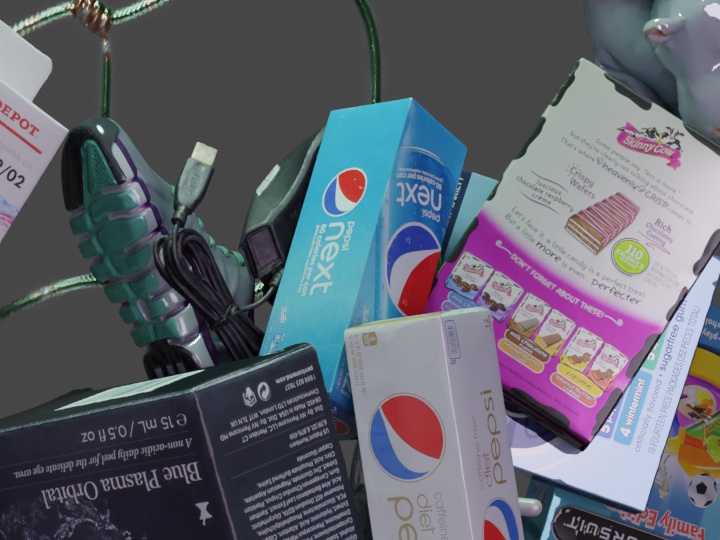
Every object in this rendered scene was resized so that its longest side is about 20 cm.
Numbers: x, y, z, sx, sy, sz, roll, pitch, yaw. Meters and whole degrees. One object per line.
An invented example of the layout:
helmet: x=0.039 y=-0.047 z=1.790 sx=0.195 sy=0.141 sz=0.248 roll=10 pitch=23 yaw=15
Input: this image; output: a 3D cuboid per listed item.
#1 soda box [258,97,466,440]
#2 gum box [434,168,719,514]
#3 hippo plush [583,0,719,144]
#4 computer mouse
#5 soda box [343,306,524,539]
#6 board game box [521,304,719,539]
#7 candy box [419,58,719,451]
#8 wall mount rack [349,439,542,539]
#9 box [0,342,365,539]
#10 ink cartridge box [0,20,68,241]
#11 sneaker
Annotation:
soda box: x=0.000 y=0.000 z=1.510 sx=0.064 sy=0.068 sz=0.201 roll=38 pitch=58 yaw=-41
gum box: x=0.109 y=0.042 z=1.592 sx=0.199 sy=0.045 sz=0.171 roll=19 pitch=82 yaw=0
hippo plush: x=0.229 y=-0.156 z=1.611 sx=0.159 sy=0.161 sz=0.201 roll=-26 pitch=97 yaw=-19
computer mouse: x=-0.062 y=-0.036 z=1.530 sx=0.141 sy=0.046 sz=0.200 roll=52 pitch=49 yaw=-31
soda box: x=0.046 y=0.125 z=1.431 sx=0.064 sy=0.068 sz=0.201 roll=-5 pitch=87 yaw=-59
board game box: x=0.197 y=0.118 z=1.652 sx=0.150 sy=0.047 sz=0.201 roll=20 pitch=81 yaw=-18
candy box: x=0.137 y=-0.009 z=1.546 sx=0.136 sy=0.061 sz=0.200 roll=34 pitch=83 yaw=6
wall mount rack: x=0.036 y=0.193 z=1.522 sx=0.074 sy=0.174 sz=0.201 roll=8 pitch=85 yaw=-20
box: x=-0.107 y=0.163 z=1.444 sx=0.117 sy=0.196 sz=0.201 roll=-20 pitch=95 yaw=-53
ink cartridge box: x=-0.255 y=-0.067 z=1.466 sx=0.115 sy=0.068 sz=0.200 roll=38 pitch=76 yaw=-33
sneaker: x=-0.113 y=-0.009 z=1.541 sx=0.087 sy=0.074 sz=0.201 roll=-31 pitch=105 yaw=-38
